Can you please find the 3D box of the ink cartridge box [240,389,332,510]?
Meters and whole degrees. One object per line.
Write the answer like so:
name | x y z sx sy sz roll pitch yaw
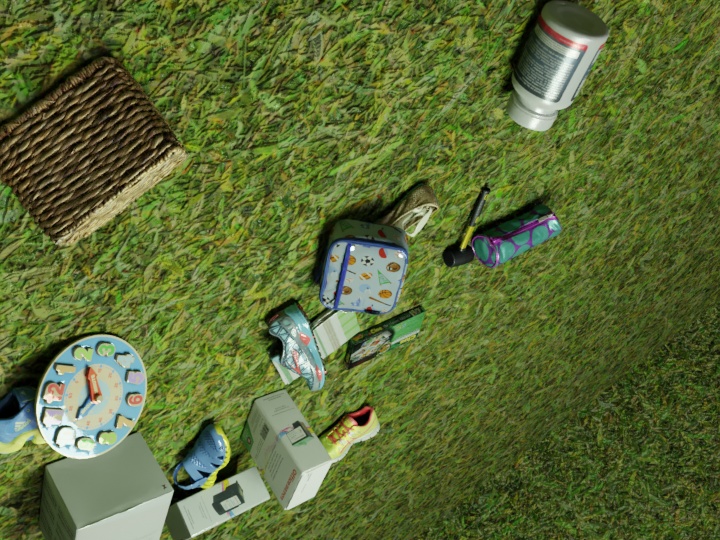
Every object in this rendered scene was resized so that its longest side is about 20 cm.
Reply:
ink cartridge box | -0.160 0.380 1.933 0.084 0.200 0.145 -15 144 -36

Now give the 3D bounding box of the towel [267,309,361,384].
towel | -0.092 0.144 1.866 0.200 0.031 0.149 -36 153 -11

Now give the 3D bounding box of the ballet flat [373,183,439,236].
ballet flat | 0.066 -0.077 1.692 0.200 0.065 0.070 -43 153 7

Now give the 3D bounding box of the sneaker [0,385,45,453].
sneaker | -0.495 0.220 1.443 0.199 0.076 0.105 -24 147 -25

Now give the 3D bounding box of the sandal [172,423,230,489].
sandal | -0.331 0.394 1.886 0.087 0.080 0.201 -8 137 -38

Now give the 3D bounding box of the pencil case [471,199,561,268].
pencil case | 0.343 -0.078 1.998 0.199 0.085 0.092 -26 165 -24

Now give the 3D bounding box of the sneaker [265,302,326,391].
sneaker | -0.130 0.155 1.758 0.095 0.079 0.201 -21 120 -8

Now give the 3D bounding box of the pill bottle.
pill bottle | 0.329 -0.347 1.565 0.119 0.120 0.201 -16 144 -36

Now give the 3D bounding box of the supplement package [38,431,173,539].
supplement package | -0.479 0.442 1.700 0.190 0.147 0.201 -16 144 -36

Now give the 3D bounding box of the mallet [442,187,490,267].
mallet | 0.238 -0.091 1.912 0.066 0.041 0.201 -9 135 -41

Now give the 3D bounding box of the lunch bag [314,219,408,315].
lunch bag | 0.000 0.000 1.666 0.159 0.076 0.201 7 135 -7

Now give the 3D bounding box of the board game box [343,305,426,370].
board game box | 0.055 0.152 2.048 0.199 0.023 0.105 -22 145 -28

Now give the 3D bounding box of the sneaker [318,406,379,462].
sneaker | -0.040 0.395 2.241 0.199 0.078 0.091 -31 143 -27

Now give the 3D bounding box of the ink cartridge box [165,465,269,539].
ink cartridge box | -0.321 0.520 2.020 0.199 0.083 0.146 -20 168 -32

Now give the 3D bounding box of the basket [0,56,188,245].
basket | -0.334 -0.146 1.130 0.200 0.149 0.143 -38 -175 -2

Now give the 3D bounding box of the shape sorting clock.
shape sorting clock | -0.423 0.201 1.447 0.199 0.039 0.201 -11 106 -43
